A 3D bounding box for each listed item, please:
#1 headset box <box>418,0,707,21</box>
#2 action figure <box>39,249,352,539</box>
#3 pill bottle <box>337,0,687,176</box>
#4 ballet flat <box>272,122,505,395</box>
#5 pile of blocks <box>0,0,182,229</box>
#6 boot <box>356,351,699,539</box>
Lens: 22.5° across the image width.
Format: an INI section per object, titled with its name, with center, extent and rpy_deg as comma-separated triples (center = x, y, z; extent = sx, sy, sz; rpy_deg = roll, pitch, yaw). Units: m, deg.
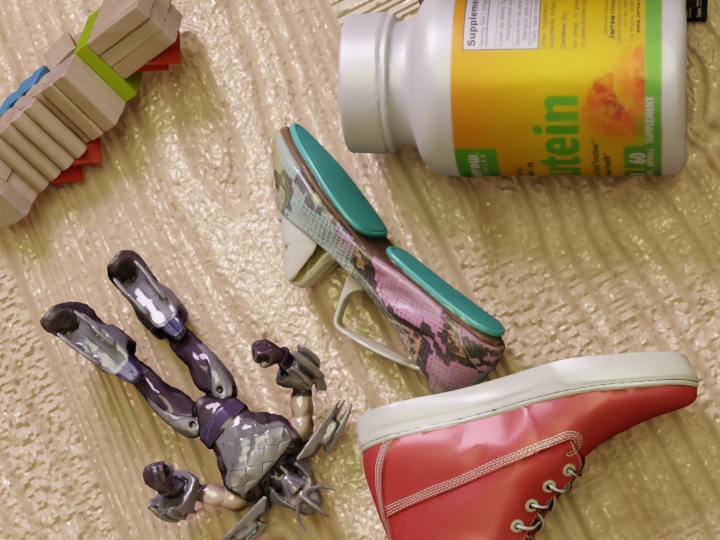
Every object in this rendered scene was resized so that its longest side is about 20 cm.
[headset box]
center = 0.107, -0.208, 1.069
extent = 0.198, 0.149, 0.076
rpy_deg = 1, 74, 10
[action figure]
center = -0.092, 0.079, 1.066
extent = 0.200, 0.069, 0.130
rpy_deg = 42, 80, 15
[pill bottle]
center = 0.091, -0.111, 1.064
extent = 0.198, 0.111, 0.112
rpy_deg = 0, 74, 10
[ballet flat]
center = 0.000, 0.000, 1.079
extent = 0.200, 0.069, 0.071
rpy_deg = 46, 105, 18
[pile of blocks]
center = -0.180, -0.101, 1.145
extent = 0.200, 0.082, 0.062
rpy_deg = -43, 115, 6
[boot]
center = 0.105, 0.130, 1.018
extent = 0.199, 0.072, 0.145
rpy_deg = -17, 72, 13
